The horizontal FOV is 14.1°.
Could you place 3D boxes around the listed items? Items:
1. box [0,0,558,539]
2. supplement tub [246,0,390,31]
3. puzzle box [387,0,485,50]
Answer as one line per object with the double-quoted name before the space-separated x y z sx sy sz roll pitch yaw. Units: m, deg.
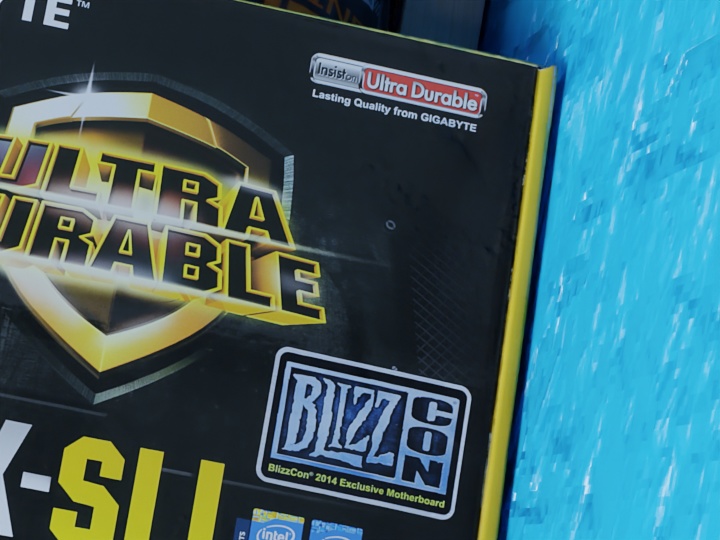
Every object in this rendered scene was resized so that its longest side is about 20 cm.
"box" -0.062 0.009 0.699 0.049 0.199 0.160 124 157 -70
"supplement tub" -0.045 -0.064 0.829 0.107 0.106 0.201 116 163 -55
"puzzle box" 0.000 0.000 0.880 0.133 0.025 0.201 135 146 -72
